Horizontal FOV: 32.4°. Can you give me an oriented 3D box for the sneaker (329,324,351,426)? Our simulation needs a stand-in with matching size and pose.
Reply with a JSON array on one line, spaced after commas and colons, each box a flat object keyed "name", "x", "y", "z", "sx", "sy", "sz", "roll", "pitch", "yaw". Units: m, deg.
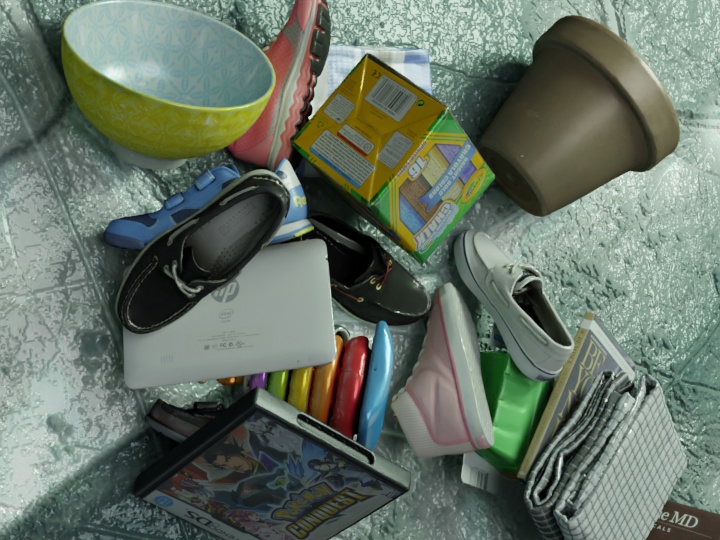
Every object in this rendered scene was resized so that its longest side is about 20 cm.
[{"name": "sneaker", "x": -0.038, "y": 0.151, "z": 1.261, "sx": 0.073, "sy": 0.071, "sz": 0.201, "roll": -3, "pitch": 87, "yaw": -32}]

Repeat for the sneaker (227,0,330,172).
[{"name": "sneaker", "x": -0.086, "y": -0.200, "z": 1.251, "sx": 0.086, "sy": 0.074, "sz": 0.201, "roll": 13, "pitch": 87, "yaw": 7}]

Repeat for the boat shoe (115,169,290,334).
[{"name": "boat shoe", "x": -0.143, "y": -0.011, "z": 1.122, "sx": 0.200, "sy": 0.060, "sz": 0.074, "roll": -38, "pitch": 107, "yaw": 4}]

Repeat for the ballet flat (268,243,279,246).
[{"name": "ballet flat", "x": -0.097, "y": 0.011, "z": 1.238, "sx": 0.067, "sy": 0.046, "sz": 0.201, "roll": -11, "pitch": 88, "yaw": 11}]

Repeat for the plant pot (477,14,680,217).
[{"name": "plant pot", "x": 0.231, "y": -0.157, "z": 1.408, "sx": 0.175, "sy": 0.200, "sz": 0.200, "roll": -42, "pitch": 108, "yaw": -8}]

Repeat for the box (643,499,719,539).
[{"name": "box", "x": 0.332, "y": 0.384, "z": 1.393, "sx": 0.200, "sy": 0.165, "sz": 0.164, "roll": -52, "pitch": 126, "yaw": -25}]

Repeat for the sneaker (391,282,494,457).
[{"name": "sneaker", "x": 0.077, "y": 0.110, "z": 1.336, "sx": 0.075, "sy": 0.104, "sz": 0.201, "roll": 47, "pitch": 29, "yaw": -50}]

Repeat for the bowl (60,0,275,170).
[{"name": "bowl", "x": -0.188, "y": -0.160, "z": 1.163, "sx": 0.199, "sy": 0.200, "sz": 0.108, "roll": -2, "pitch": 129, "yaw": -32}]

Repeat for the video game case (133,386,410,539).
[{"name": "video game case", "x": -0.084, "y": 0.200, "z": 1.161, "sx": 0.180, "sy": 0.200, "sz": 0.026, "roll": 33, "pitch": 40, "yaw": -25}]

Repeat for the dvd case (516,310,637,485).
[{"name": "dvd case", "x": 0.246, "y": 0.166, "z": 1.382, "sx": 0.149, "sy": 0.016, "sz": 0.201, "roll": 44, "pitch": 66, "yaw": -48}]

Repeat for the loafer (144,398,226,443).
[{"name": "loafer", "x": -0.109, "y": 0.159, "z": 1.203, "sx": 0.199, "sy": 0.072, "sz": 0.063, "roll": 25, "pitch": 88, "yaw": -16}]

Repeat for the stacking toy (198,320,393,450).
[{"name": "stacking toy", "x": -0.072, "y": 0.103, "z": 1.183, "sx": 0.199, "sy": 0.110, "sz": 0.117, "roll": 9, "pitch": 61, "yaw": 1}]

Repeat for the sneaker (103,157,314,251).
[{"name": "sneaker", "x": -0.147, "y": -0.058, "z": 1.185, "sx": 0.199, "sy": 0.074, "sz": 0.083, "roll": -8, "pitch": 96, "yaw": -6}]

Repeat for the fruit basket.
[{"name": "fruit basket", "x": 0.193, "y": 0.172, "z": 1.407, "sx": 0.200, "sy": 0.093, "sz": 0.186, "roll": 27, "pitch": 71, "yaw": -43}]

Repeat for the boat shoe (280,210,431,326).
[{"name": "boat shoe", "x": -0.001, "y": 0.003, "z": 1.305, "sx": 0.201, "sy": 0.063, "sz": 0.074, "roll": 31, "pitch": 68, "yaw": -27}]

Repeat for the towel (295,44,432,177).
[{"name": "towel", "x": -0.001, "y": -0.174, "z": 1.344, "sx": 0.199, "sy": 0.024, "sz": 0.148, "roll": -3, "pitch": 88, "yaw": -32}]

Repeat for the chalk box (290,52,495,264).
[{"name": "chalk box", "x": 0.043, "y": -0.102, "z": 1.268, "sx": 0.124, "sy": 0.124, "sz": 0.200, "roll": -50, "pitch": 148, "yaw": -3}]

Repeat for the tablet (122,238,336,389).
[{"name": "tablet", "x": -0.125, "y": 0.039, "z": 1.166, "sx": 0.199, "sy": 0.014, "sz": 0.131, "roll": -7, "pitch": 63, "yaw": 2}]

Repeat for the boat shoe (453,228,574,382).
[{"name": "boat shoe", "x": 0.169, "y": 0.024, "z": 1.353, "sx": 0.072, "sy": 0.066, "sz": 0.201, "roll": 2, "pitch": 50, "yaw": -34}]

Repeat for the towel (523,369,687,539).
[{"name": "towel", "x": 0.263, "y": 0.223, "z": 1.345, "sx": 0.200, "sy": 0.085, "sz": 0.166, "roll": -54, "pitch": 137, "yaw": -24}]
